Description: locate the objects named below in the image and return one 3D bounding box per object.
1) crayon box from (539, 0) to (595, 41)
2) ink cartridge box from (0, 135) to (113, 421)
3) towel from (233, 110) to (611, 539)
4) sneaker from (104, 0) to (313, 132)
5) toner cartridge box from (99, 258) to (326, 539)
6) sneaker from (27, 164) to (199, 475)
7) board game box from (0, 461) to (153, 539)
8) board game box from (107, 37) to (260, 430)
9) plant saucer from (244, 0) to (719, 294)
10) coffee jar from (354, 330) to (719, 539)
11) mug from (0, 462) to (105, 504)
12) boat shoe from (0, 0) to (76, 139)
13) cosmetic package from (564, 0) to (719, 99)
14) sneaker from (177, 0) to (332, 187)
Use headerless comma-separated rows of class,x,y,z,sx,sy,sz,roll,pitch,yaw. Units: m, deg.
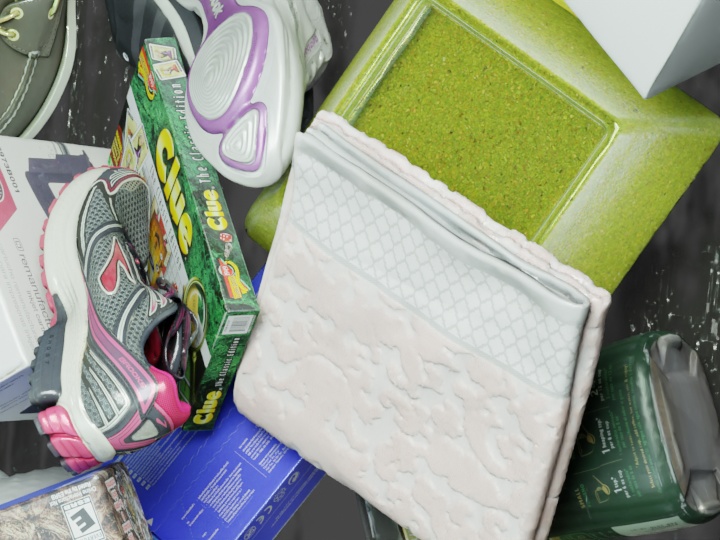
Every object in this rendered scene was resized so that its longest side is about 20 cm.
crayon box,0.107,-0.145,1.452,0.127,0.051,0.200,37,109,25
ink cartridge box,-0.186,0.005,1.539,0.084,0.200,0.145,-29,76,24
towel,0.026,0.044,1.372,0.200,0.032,0.191,34,128,29
sneaker,-0.097,-0.134,1.575,0.200,0.072,0.083,60,140,17
toner cartridge box,-0.051,0.073,1.510,0.095,0.043,0.200,38,86,26
sneaker,-0.123,0.022,1.439,0.075,0.081,0.200,-18,45,15
board game box,-0.168,0.221,1.406,0.159,0.097,0.200,-21,89,3
board game box,-0.100,-0.022,1.496,0.105,0.023,0.200,115,146,-44
plant saucer,0.052,-0.051,1.408,0.200,0.048,0.200,38,98,24
coffee jar,0.090,0.104,1.445,0.200,0.085,0.104,-16,82,29
mug,-0.202,0.172,1.562,0.200,0.175,0.148,44,111,22
boat shoe,-0.205,-0.170,1.627,0.072,0.060,0.202,22,101,28
cosmetic package,0.169,-0.220,1.316,0.200,0.199,0.123,53,149,20
sneaker,-0.046,-0.117,1.474,0.075,0.100,0.200,-37,40,28
